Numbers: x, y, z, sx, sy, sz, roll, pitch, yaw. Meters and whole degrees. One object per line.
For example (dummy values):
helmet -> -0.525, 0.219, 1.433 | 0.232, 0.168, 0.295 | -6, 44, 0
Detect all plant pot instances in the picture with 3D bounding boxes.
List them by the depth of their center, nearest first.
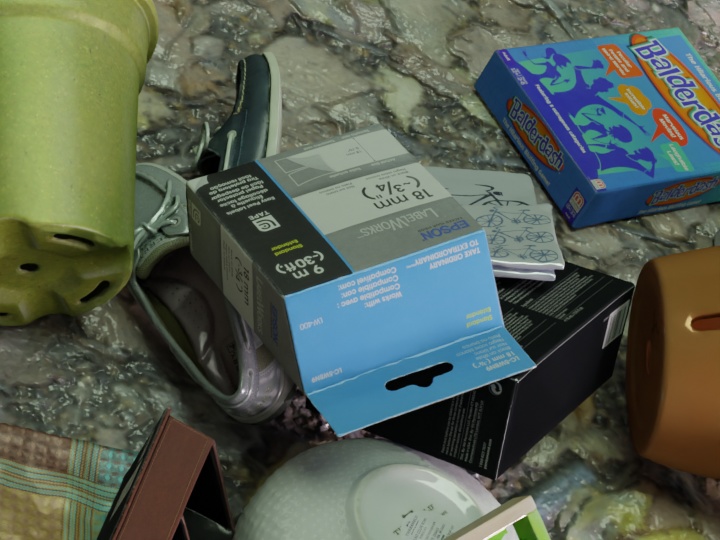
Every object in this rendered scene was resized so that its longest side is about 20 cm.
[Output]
plant pot -> -0.218, -0.074, 1.595 | 0.200, 0.200, 0.184 | 6, 58, -25
plant pot -> 0.263, 0.064, 1.733 | 0.140, 0.200, 0.200 | 3, 46, -4

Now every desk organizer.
desk organizer -> -0.119, 0.182, 1.445 | 0.077, 0.072, 0.200 | 28, 40, -7

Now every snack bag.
snack bag -> 0.040, -0.042, 1.725 | 0.188, 0.021, 0.200 | 4, 21, -1

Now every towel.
towel -> -0.190, 0.173, 1.480 | 0.146, 0.022, 0.200 | 14, 44, -18

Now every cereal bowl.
cereal bowl -> 0.023, 0.179, 1.549 | 0.200, 0.083, 0.200 | 16, 42, -15

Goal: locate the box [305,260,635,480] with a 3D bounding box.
box -> 0.074, 0.048, 1.650 | 0.141, 0.079, 0.200 | 22, 26, 21

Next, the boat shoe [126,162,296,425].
boat shoe -> -0.112, 0.010, 1.632 | 0.202, 0.074, 0.065 | 61, 13, 22

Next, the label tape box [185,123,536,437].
label tape box -> 0.000, 0.000, 1.555 | 0.144, 0.063, 0.200 | -18, 42, -23

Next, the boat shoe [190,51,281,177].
boat shoe -> -0.086, -0.067, 1.731 | 0.062, 0.075, 0.200 | 1, 60, -1

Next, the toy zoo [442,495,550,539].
toy zoo -> 0.090, 0.251, 1.493 | 0.131, 0.020, 0.200 | -25, 94, -34

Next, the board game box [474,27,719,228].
board game box -> 0.209, -0.115, 1.966 | 0.200, 0.045, 0.152 | -11, 56, -37

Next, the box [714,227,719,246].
box -> 0.384, -0.003, 1.899 | 0.200, 0.124, 0.098 | 18, 43, -13
